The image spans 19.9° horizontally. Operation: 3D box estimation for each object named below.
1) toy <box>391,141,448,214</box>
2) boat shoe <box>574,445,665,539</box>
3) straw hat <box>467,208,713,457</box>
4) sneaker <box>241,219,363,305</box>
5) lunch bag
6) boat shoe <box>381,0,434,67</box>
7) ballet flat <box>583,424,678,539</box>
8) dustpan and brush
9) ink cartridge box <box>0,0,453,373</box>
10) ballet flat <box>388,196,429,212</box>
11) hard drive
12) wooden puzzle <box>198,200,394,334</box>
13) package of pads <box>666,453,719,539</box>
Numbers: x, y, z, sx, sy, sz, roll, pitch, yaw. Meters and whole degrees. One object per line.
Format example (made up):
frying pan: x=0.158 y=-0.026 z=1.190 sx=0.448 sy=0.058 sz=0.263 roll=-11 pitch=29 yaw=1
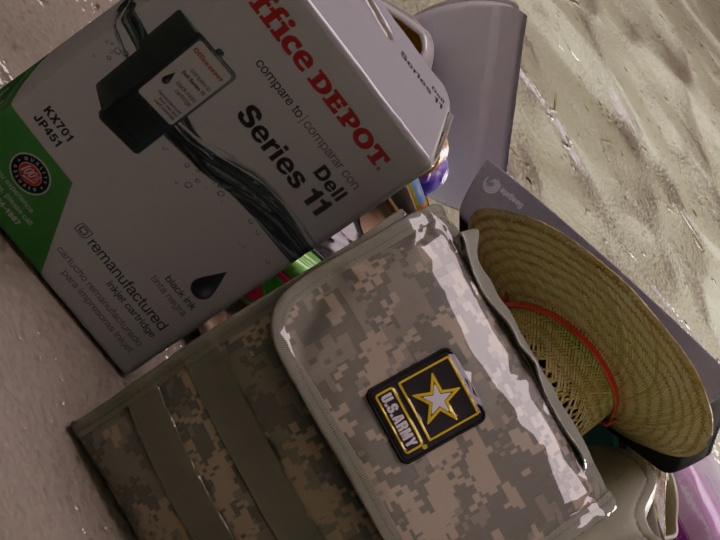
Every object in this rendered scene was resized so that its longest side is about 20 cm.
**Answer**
toy: x=0.022 y=-0.087 z=1.236 sx=0.116 sy=0.047 sz=0.200 roll=61 pitch=0 yaw=37
boat shoe: x=0.141 y=0.161 z=1.158 sx=0.202 sy=0.071 sz=0.061 roll=-98 pitch=178 yaw=-69
straw hat: x=0.100 y=0.062 z=1.159 sx=0.201 sy=0.085 sz=0.201 roll=43 pitch=-16 yaw=16
sneaker: x=-0.054 y=-0.039 z=1.099 sx=0.201 sy=0.076 sz=0.084 roll=57 pitch=34 yaw=-14
lunch bag: x=-0.002 y=0.084 z=0.940 sx=0.165 sy=0.199 sz=0.117 roll=59 pitch=20 yaw=6
boat shoe: x=-0.046 y=-0.167 z=1.279 sx=0.199 sy=0.071 sz=0.070 roll=25 pitch=-3 yaw=0
ballet flat: x=0.170 y=0.174 z=1.275 sx=0.071 sy=0.070 sz=0.202 roll=34 pitch=48 yaw=-46
dustpan and brush: x=0.022 y=-0.120 z=1.362 sx=0.057 sy=0.198 sz=0.141 roll=-13 pitch=112 yaw=-62
ink cartridge box: x=-0.075 y=-0.068 z=0.994 sx=0.147 sy=0.199 sz=0.083 roll=51 pitch=21 yaw=-14
ballet flat: x=0.051 y=0.024 z=1.319 sx=0.062 sy=0.069 sz=0.201 roll=-5 pitch=56 yaw=-26
hard drive: x=0.135 y=0.033 z=1.239 sx=0.200 sy=0.042 sz=0.135 roll=43 pitch=-16 yaw=18
wooden puzzle: x=-0.062 y=-0.045 z=1.169 sx=0.184 sy=0.037 sz=0.201 roll=-17 pitch=78 yaw=-47
package of pads: x=0.213 y=0.216 z=1.344 sx=0.075 sy=0.120 sz=0.201 roll=13 pitch=48 yaw=-61
